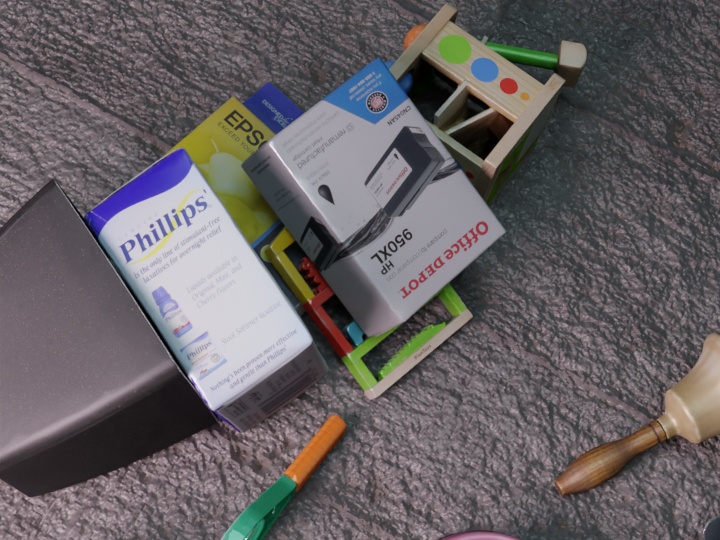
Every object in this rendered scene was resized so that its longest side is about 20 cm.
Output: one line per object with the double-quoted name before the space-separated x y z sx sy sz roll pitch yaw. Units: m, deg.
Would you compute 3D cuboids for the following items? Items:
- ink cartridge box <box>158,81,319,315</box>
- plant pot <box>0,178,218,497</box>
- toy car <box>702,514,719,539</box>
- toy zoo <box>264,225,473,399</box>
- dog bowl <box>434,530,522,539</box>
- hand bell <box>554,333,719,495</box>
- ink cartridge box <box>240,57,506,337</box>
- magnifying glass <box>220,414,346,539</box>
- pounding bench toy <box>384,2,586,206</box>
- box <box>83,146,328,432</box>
"ink cartridge box" -0.083 -0.070 1.560 0.197 0.047 0.200 41 67 10
"plant pot" -0.259 0.077 1.387 0.176 0.200 0.201 -33 73 -6
"toy car" 0.407 0.216 1.454 0.199 0.158 0.165 -34 92 -4
"toy zoo" 0.000 0.000 1.518 0.131 0.020 0.201 -38 94 -24
"dog bowl" 0.104 0.313 1.392 0.197 0.074 0.202 4 64 -7
"hand bell" 0.267 0.152 1.500 0.199 0.104 0.105 -30 72 -8
"ink cartridge box" 0.013 -0.065 1.479 0.144 0.084 0.201 -39 95 -24
"magnifying glass" -0.075 0.200 1.424 0.022 0.080 0.200 34 54 13
"pounding bench toy" 0.110 -0.180 1.598 0.155 0.125 0.200 35 64 9
"box" -0.127 0.022 1.403 0.104 0.184 0.201 -34 79 -4
